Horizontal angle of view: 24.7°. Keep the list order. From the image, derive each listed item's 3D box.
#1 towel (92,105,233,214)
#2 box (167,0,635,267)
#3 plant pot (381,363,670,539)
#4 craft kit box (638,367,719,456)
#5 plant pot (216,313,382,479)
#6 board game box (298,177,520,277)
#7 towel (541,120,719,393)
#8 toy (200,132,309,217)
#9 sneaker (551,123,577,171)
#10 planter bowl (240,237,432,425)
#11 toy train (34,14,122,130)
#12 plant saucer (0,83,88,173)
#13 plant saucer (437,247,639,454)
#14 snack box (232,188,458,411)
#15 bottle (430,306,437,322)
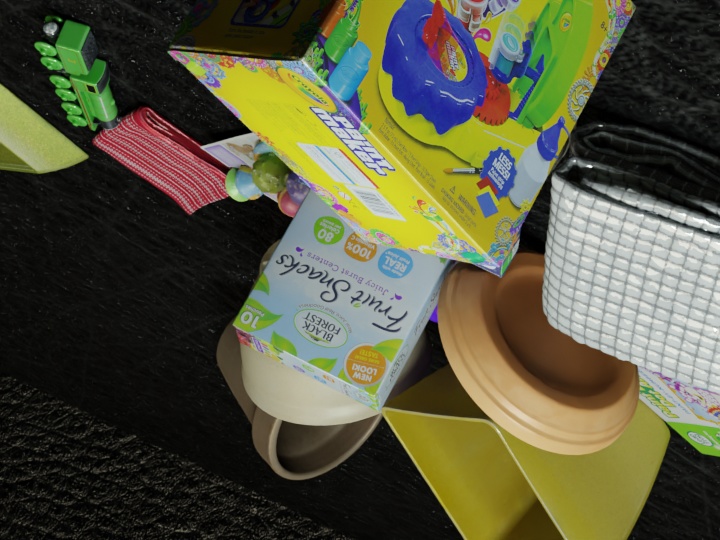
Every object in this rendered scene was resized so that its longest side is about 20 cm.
[{"bbox_3d":[-0.203,-0.114,1.747,0.144,0.023,0.200,35,163,-17],"label":"towel"},{"bbox_3d":[0.030,-0.142,0.958,0.122,0.194,0.200,12,157,46],"label":"box"},{"bbox_3d":[0.176,0.160,1.588,0.201,0.176,0.200,57,154,-17],"label":"plant pot"},{"bbox_3d":[0.333,0.115,1.484,0.200,0.049,0.197,39,164,-30],"label":"craft kit box"},{"bbox_3d":[-0.086,0.128,2.021,0.174,0.200,0.200,39,171,33],"label":"plant pot"},{"bbox_3d":[0.039,-0.083,1.347,0.199,0.035,0.136,26,150,15],"label":"board game box"},{"bbox_3d":[0.232,-0.008,1.164,0.199,0.086,0.166,19,141,17],"label":"towel"},{"bbox_3d":[-0.073,-0.083,1.570,0.115,0.047,0.200,35,163,-26],"label":"toy"},{"bbox_3d":[0.106,-0.099,1.147,0.073,0.088,0.200,26,164,10],"label":"sneaker"},{"bbox_3d":[-0.033,0.041,1.666,0.199,0.200,0.136,18,134,33],"label":"planter bowl"},{"bbox_3d":[-0.272,-0.189,1.611,0.056,0.042,0.200,16,162,7],"label":"toy train"},{"bbox_3d":[-0.447,-0.176,1.928,0.199,0.048,0.200,9,154,50],"label":"plant saucer"},{"bbox_3d":[0.158,0.059,1.388,0.199,0.201,0.037,32,134,-10],"label":"plant saucer"},{"bbox_3d":[0.000,0.000,1.421,0.141,0.201,0.053,25,163,15],"label":"snack box"},{"bbox_3d":[0.115,0.027,1.547,0.199,0.066,0.084,14,159,43],"label":"bottle"}]
